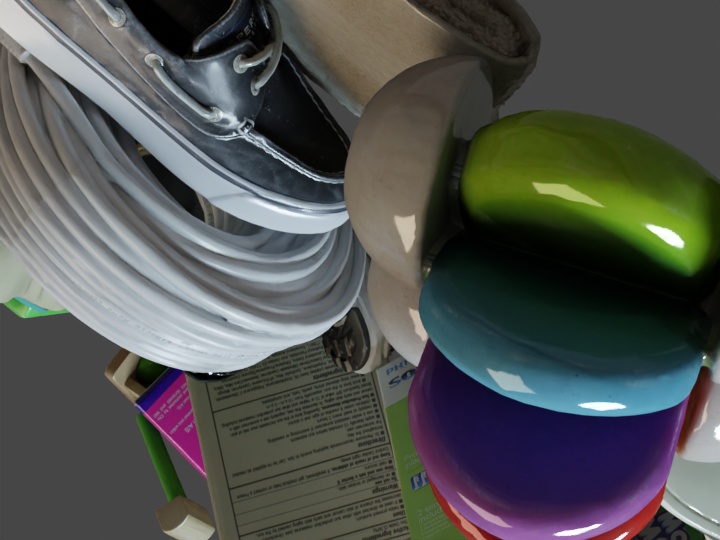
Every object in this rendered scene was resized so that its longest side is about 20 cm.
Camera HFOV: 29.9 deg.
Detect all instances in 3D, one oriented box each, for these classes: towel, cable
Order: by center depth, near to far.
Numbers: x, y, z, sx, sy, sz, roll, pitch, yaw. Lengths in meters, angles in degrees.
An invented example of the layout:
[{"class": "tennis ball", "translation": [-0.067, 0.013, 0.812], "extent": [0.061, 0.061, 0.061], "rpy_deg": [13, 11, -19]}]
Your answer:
[{"class": "towel", "translation": [-0.021, -0.120, 0.551], "extent": [0.199, 0.035, 0.133], "rpy_deg": [37, 165, 4]}, {"class": "cable", "translation": [-0.086, -0.046, 0.623], "extent": [0.199, 0.069, 0.202], "rpy_deg": [-7, -114, -55]}]

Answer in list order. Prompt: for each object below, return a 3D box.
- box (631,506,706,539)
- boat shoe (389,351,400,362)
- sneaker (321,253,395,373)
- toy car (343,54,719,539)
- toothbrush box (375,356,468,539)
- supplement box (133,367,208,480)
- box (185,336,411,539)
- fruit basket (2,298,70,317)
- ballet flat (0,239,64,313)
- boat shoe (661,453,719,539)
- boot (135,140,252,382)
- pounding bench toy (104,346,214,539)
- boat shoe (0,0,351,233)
[{"class": "box", "translation": [0.161, 0.147, 0.718], "extent": [0.118, 0.048, 0.201], "rpy_deg": [53, -170, -49]}, {"class": "boat shoe", "translation": [0.014, 0.085, 0.963], "extent": [0.069, 0.071, 0.199], "rpy_deg": [46, 164, -31]}, {"class": "sneaker", "translation": [0.000, 0.000, 0.763], "extent": [0.200, 0.078, 0.075], "rpy_deg": [-138, 34, -65]}, {"class": "toy car", "translation": [0.073, 0.028, 0.485], "extent": [0.173, 0.151, 0.200], "rpy_deg": [18, 159, 13]}, {"class": "toothbrush box", "translation": [0.087, 0.141, 0.732], "extent": [0.146, 0.085, 0.201], "rpy_deg": [57, -169, -30]}, {"class": "supplement box", "translation": [-0.057, 0.136, 0.994], "extent": [0.200, 0.103, 0.101], "rpy_deg": [46, 174, 4]}, {"class": "box", "translation": [-0.029, 0.119, 0.854], "extent": [0.109, 0.126, 0.202], "rpy_deg": [77, 178, -67]}, {"class": "fruit basket", "translation": [-0.216, -0.071, 0.911], "extent": [0.214, 0.156, 0.216], "rpy_deg": [25, -152, -15]}, {"class": "ballet flat", "translation": [-0.164, -0.021, 0.637], "extent": [0.069, 0.070, 0.200], "rpy_deg": [37, 179, 4]}, {"class": "boat shoe", "translation": [0.168, 0.097, 0.654], "extent": [0.199, 0.073, 0.062], "rpy_deg": [38, 161, -16]}, {"class": "boot", "translation": [-0.081, 0.007, 0.754], "extent": [0.139, 0.077, 0.200], "rpy_deg": [63, -165, 18]}, {"class": "pounding bench toy", "translation": [-0.148, 0.125, 1.200], "extent": [0.155, 0.201, 0.125], "rpy_deg": [26, 160, 36]}, {"class": "boat shoe", "translation": [-0.063, -0.089, 0.555], "extent": [0.199, 0.072, 0.068], "rpy_deg": [38, 135, -23]}]
